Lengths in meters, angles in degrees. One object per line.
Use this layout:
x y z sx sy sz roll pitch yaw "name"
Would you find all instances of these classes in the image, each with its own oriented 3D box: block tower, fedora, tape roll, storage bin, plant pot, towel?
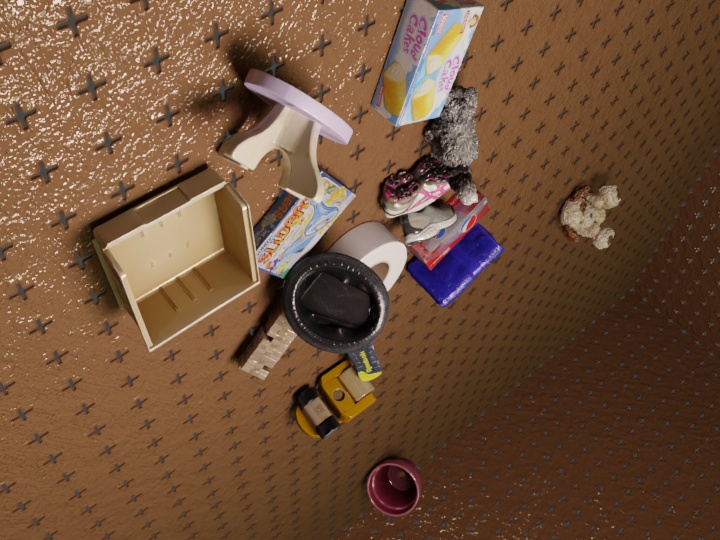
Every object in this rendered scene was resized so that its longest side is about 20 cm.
-0.163 0.122 1.397 0.058 0.054 0.201 28 108 -23 "block tower"
-0.046 0.052 1.329 0.201 0.200 0.092 -49 -170 8 "fedora"
0.000 0.000 1.468 0.202 0.071 0.203 -34 152 -21 "tape roll"
-0.258 -0.018 1.034 0.199 0.094 0.199 -33 151 -24 "storage bin"
0.142 0.793 2.693 0.201 0.200 0.179 -52 169 14 "plant pot"
0.213 -0.029 1.656 0.200 0.148 0.050 -45 146 1 "towel"

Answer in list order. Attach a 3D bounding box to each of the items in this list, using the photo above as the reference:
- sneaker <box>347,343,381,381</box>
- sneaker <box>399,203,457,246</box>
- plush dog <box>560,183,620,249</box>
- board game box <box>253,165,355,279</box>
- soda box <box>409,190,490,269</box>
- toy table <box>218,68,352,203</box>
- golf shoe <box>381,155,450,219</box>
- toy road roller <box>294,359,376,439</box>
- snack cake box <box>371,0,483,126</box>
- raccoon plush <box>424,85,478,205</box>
-0.003 0.176 1.724 0.073 0.083 0.201 -16 130 -5 "sneaker"
0.145 -0.116 1.514 0.073 0.080 0.200 -15 -171 33 "sneaker"
0.674 -0.174 2.177 0.171 0.160 0.202 1 101 -39 "plush dog"
-0.108 -0.082 1.230 0.200 0.034 0.135 -50 154 8 "board game box"
0.200 -0.100 1.626 0.200 0.063 0.070 -45 152 -1 "soda box"
-0.100 -0.175 0.971 0.199 0.183 0.118 25 92 -50 "toy table"
0.125 -0.167 1.419 0.199 0.073 0.092 -24 154 -19 "golf shoe"
-0.071 0.333 1.792 0.199 0.123 0.146 -32 166 -24 "toy road roller"
0.104 -0.338 1.142 0.114 0.067 0.201 -21 145 -39 "snack cake box"
0.191 -0.237 1.289 0.096 0.201 0.134 -23 162 -13 "raccoon plush"
